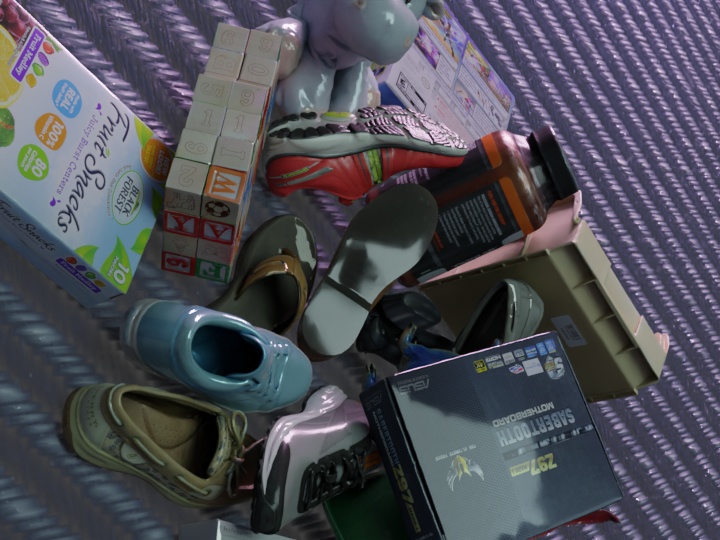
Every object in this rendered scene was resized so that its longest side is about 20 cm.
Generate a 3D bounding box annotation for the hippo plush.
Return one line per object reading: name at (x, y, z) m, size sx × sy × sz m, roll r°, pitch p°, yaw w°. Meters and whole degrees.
hippo plush at (0.008, -0.226, 1.191) m, size 0.160 × 0.159 × 0.201 m, roll 51°, pitch 41°, yaw -25°

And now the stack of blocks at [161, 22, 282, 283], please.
stack of blocks at (-0.112, -0.108, 1.018) m, size 0.058 × 0.116 × 0.202 m, roll 12°, pitch 56°, yaw -3°

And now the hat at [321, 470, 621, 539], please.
hat at (0.086, 0.189, 1.059) m, size 0.167 × 0.175 × 0.200 m, roll 56°, pitch 11°, yaw 27°

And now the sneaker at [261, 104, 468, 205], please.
sneaker at (0.002, -0.103, 1.156) m, size 0.197 × 0.086 × 0.077 m, roll -2°, pitch 31°, yaw -15°

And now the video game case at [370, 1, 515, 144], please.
video game case at (0.091, -0.195, 1.383) m, size 0.200 × 0.045 × 0.183 m, roll 47°, pitch 44°, yaw -30°

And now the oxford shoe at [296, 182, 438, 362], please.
oxford shoe at (0.000, 0.000, 1.132) m, size 0.071 × 0.071 × 0.201 m, roll 39°, pitch 66°, yaw -2°

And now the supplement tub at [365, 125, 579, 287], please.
supplement tub at (0.111, -0.068, 1.212) m, size 0.108 × 0.198 × 0.107 m, roll 66°, pitch 10°, yaw 0°

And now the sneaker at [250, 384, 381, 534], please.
sneaker at (-0.030, 0.152, 0.993) m, size 0.200 × 0.078 × 0.075 m, roll -38°, pitch 142°, yaw -62°

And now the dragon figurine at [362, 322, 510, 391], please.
dragon figurine at (0.055, 0.116, 1.109) m, size 0.200 × 0.099 × 0.059 m, roll -42°, pitch 150°, yaw -27°

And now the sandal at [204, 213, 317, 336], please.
sandal at (-0.082, 0.022, 1.058) m, size 0.082 × 0.054 × 0.200 m, roll 58°, pitch 40°, yaw -16°

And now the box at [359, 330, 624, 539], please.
box at (0.112, 0.148, 1.033) m, size 0.198 × 0.051 × 0.160 m, roll -11°, pitch 74°, yaw -33°

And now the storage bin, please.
storage bin at (0.195, 0.039, 1.294) m, size 0.201 × 0.197 × 0.094 m, roll 54°, pitch 44°, yaw -22°

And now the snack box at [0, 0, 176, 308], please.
snack box at (-0.235, -0.090, 0.909) m, size 0.200 × 0.052 × 0.144 m, roll 45°, pitch 45°, yaw -32°

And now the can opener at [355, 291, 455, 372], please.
can opener at (0.057, 0.078, 1.215) m, size 0.200 × 0.078 × 0.064 m, roll 40°, pitch 52°, yaw -53°

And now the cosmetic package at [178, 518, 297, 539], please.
cosmetic package at (-0.061, 0.260, 0.989) m, size 0.199 × 0.050 × 0.084 m, roll 26°, pitch 55°, yaw -44°

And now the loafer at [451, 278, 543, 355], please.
loafer at (0.107, 0.098, 1.198) m, size 0.070 × 0.070 × 0.202 m, roll 27°, pitch 90°, yaw -52°

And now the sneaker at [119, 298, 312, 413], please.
sneaker at (-0.092, 0.076, 0.957) m, size 0.199 × 0.081 × 0.075 m, roll 20°, pitch 84°, yaw -49°

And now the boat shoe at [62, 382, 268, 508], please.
boat shoe at (-0.132, 0.134, 0.939) m, size 0.199 × 0.062 × 0.074 m, roll 25°, pitch 55°, yaw -46°
